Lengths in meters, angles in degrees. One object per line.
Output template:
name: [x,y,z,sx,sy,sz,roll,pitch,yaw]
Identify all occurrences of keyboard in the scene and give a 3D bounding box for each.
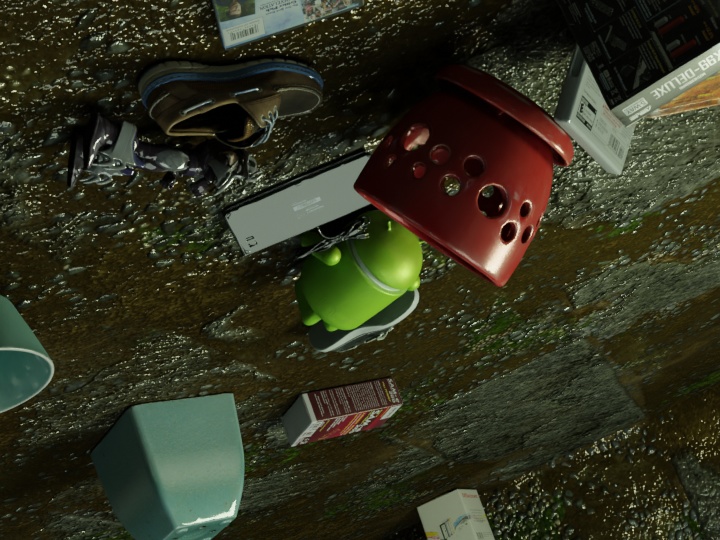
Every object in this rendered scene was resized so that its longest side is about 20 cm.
keyboard: [-0.059,-0.068,1.467,0.198,0.021,0.128,-22,132,2]

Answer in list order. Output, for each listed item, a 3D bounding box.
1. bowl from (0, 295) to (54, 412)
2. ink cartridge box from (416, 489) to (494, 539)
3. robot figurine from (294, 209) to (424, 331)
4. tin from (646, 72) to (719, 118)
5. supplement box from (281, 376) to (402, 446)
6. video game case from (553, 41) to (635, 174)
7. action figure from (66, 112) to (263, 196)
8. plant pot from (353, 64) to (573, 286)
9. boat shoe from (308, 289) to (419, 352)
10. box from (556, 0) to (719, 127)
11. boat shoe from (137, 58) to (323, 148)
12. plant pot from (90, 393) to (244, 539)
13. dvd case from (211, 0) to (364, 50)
bowl: [-0.463,0.092,1.385,0.198,0.106,0.201,-19,157,-8]
ink cartridge box: [0.273,0.729,3.356,0.144,0.202,0.147,-28,157,20]
robot figurine: [0.000,0.000,1.586,0.174,0.117,0.199,18,136,-40]
tin: [0.431,-0.248,1.529,0.198,0.042,0.112,-13,160,-22]
supplement box: [-0.033,0.258,2.208,0.198,0.061,0.109,-8,154,-32]
video game case: [0.274,-0.219,1.310,0.022,0.185,0.199,16,176,30]
action figure: [-0.188,-0.109,1.210,0.198,0.070,0.130,5,178,-30]
plant pot: [0.118,-0.110,1.304,0.184,0.200,0.200,-58,151,3]
boat shoe: [0.015,0.075,1.821,0.198,0.074,0.068,-33,151,26]
box: [0.272,-0.263,1.138,0.157,0.202,0.050,-31,152,21]
boat shoe: [-0.119,-0.158,1.181,0.198,0.073,0.072,-8,154,-31]
plant pot: [-0.299,0.342,1.970,0.194,0.202,0.196,-4,153,-37]
dvd case: [-0.066,-0.274,1.043,0.141,0.018,0.201,-20,157,-7]
